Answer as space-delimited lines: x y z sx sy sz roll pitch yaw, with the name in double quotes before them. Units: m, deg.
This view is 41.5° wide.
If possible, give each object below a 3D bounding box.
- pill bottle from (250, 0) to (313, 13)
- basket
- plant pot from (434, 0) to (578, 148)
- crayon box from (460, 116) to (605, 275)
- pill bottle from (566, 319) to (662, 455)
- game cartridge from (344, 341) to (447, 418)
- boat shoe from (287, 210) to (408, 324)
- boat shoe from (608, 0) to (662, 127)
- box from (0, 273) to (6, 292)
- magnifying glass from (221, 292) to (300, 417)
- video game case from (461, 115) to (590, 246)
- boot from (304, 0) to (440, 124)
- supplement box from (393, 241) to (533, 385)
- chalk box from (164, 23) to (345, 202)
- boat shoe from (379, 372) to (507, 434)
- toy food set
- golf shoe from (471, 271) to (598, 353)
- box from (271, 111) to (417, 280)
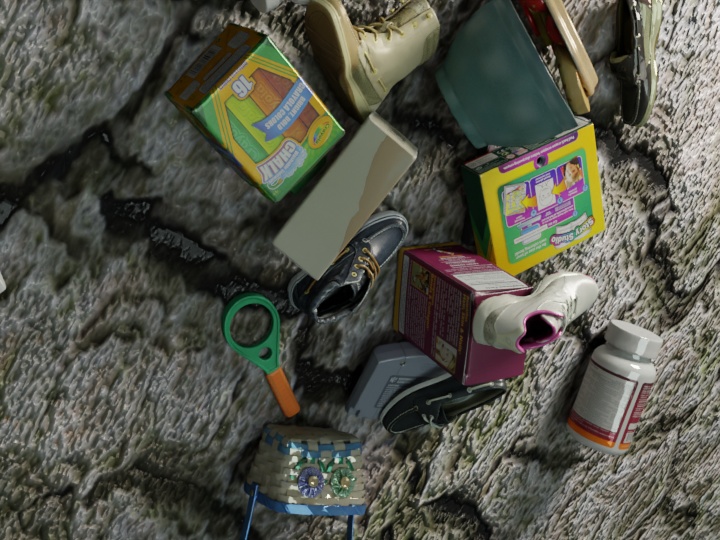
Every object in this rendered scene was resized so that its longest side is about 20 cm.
"pill bottle" -0.046 -0.380 1.106 0.199 0.104 0.105 -33 121 -14
"basket" -0.082 0.323 1.330 0.174 0.139 0.204 6 96 -31
"plant pot" 0.180 -0.244 1.246 0.133 0.202 0.201 -28 124 16
"crayon box" 0.253 -0.103 1.371 0.198 0.058 0.175 -24 120 -18
"pill bottle" 0.423 0.192 1.573 0.108 0.109 0.203 11 103 -31
"game cartridge" 0.086 0.164 1.400 0.197 0.041 0.134 8 129 -30
"boat shoe" 0.000 0.000 1.282 0.199 0.091 0.071 -38 122 -11
"boat shoe" 0.397 -0.312 1.398 0.065 0.072 0.204 -6 111 -15
"box" -0.485 -0.011 0.950 0.199 0.199 0.132 -34 122 -13
"magnifying glass" -0.129 0.118 1.301 0.079 0.022 0.202 -30 118 -16
"video game case" 0.245 -0.133 1.404 0.178 0.025 0.203 0 108 -29
"boot" 0.020 -0.294 1.169 0.155 0.073 0.201 -42 146 -10
"supplement box" 0.136 0.053 1.311 0.102 0.200 0.133 -5 112 -26
"chalk box" -0.113 -0.173 1.136 0.125 0.124 0.200 -47 123 -5
"boat shoe" 0.117 0.190 1.358 0.199 0.061 0.075 -35 142 19
"toy food set" 0.258 -0.313 1.256 0.048 0.199 0.201 -26 114 16
"golf shoe" 0.237 0.059 1.196 0.198 0.091 0.076 -20 116 -27
"box" -0.019 -0.095 1.197 0.077 0.095 0.201 38 106 -5
